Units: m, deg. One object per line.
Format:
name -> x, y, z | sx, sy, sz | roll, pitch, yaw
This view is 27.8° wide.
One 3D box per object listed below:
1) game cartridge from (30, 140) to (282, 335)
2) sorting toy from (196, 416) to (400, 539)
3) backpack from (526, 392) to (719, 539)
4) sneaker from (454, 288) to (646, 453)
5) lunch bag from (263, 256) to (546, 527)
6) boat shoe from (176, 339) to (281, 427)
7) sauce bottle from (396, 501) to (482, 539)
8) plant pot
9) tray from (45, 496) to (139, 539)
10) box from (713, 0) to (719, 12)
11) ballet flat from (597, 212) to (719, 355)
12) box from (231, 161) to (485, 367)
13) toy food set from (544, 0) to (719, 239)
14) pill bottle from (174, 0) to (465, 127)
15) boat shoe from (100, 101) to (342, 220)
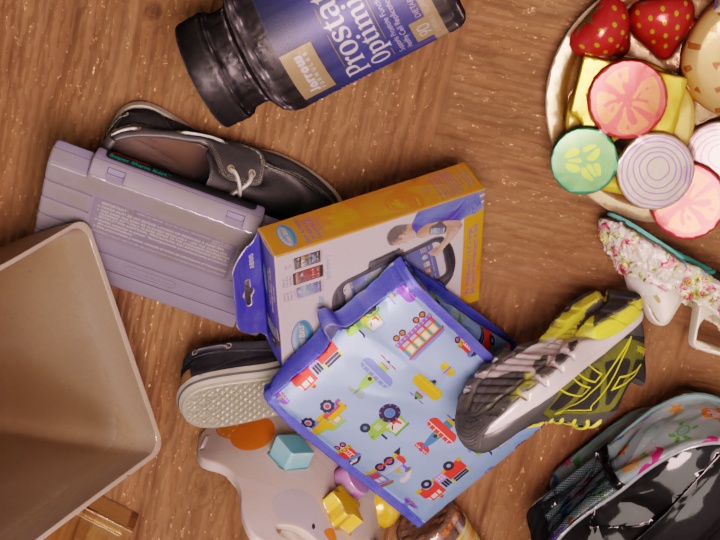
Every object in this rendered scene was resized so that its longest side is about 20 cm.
game cartridge -> -0.155, -0.025, 1.140 | 0.198, 0.039, 0.130 | 20, 137, -7
sorting toy -> -0.040, 0.213, 1.170 | 0.106, 0.180, 0.201 | -36, 104, 12
backpack -> 0.254, 0.198, 1.172 | 0.177, 0.151, 0.200 | 40, 113, -17
sneaker -> 0.155, 0.091, 1.098 | 0.199, 0.074, 0.085 | -32, 111, -30
lunch bag -> 0.030, 0.088, 1.133 | 0.150, 0.094, 0.200 | -41, 130, 13
boat shoe -> -0.054, 0.082, 1.189 | 0.197, 0.063, 0.075 | -6, 130, -12
sauce bottle -> 0.103, 0.285, 1.250 | 0.066, 0.066, 0.201 | -29, 113, 10
plant pot -> -0.305, 0.093, 1.125 | 0.176, 0.200, 0.202 | -1, 113, 39
tray -> -0.283, 0.279, 1.275 | 0.098, 0.037, 0.201 | 27, 106, -7
box -> 0.367, -0.263, 1.026 | 0.197, 0.097, 0.178 | 7, 91, -2
ballet flat -> 0.266, 0.026, 1.154 | 0.198, 0.076, 0.064 | 28, 90, -6
box -> 0.000, 0.000, 1.113 | 0.198, 0.042, 0.120 | -20, 137, -18
toy food set -> 0.241, -0.126, 1.122 | 0.197, 0.049, 0.200 | 11, 108, -2
pill bottle -> -0.031, -0.188, 1.077 | 0.198, 0.112, 0.113 | -26, 106, 9
boat shoe -> -0.108, -0.067, 1.143 | 0.198, 0.068, 0.072 | 22, 106, -7
